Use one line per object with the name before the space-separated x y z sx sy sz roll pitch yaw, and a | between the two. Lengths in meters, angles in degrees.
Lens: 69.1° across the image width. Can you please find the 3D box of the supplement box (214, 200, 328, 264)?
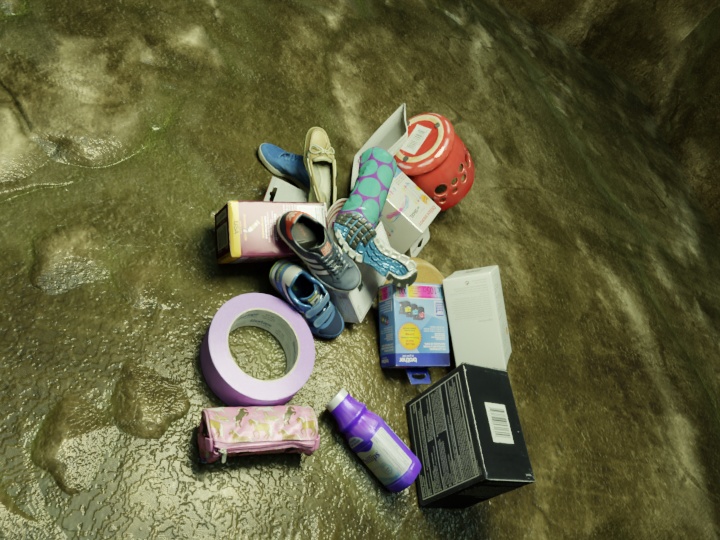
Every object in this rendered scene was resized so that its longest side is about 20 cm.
supplement box | -0.174 -0.073 1.020 0.195 0.130 0.107 -2 85 -28

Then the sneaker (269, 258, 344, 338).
sneaker | -0.093 0.065 1.005 0.201 0.081 0.075 48 69 -29

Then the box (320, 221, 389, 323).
box | 0.000 0.000 1.118 0.202 0.059 0.119 -57 135 -40

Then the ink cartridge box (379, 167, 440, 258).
ink cartridge box | 0.091 -0.135 1.275 0.199 0.126 0.129 42 45 1

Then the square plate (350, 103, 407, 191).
square plate | 0.051 -0.304 1.297 0.028 0.199 0.200 36 30 -21

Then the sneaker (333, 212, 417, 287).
sneaker | 0.022 -0.039 1.049 0.199 0.087 0.075 40 89 -13

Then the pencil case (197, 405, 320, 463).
pencil case | -0.163 0.264 0.850 0.195 0.083 0.089 6 56 -31

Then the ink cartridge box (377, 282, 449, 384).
ink cartridge box | 0.112 0.133 1.098 0.133 0.076 0.207 3 79 -24

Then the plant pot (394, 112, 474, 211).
plant pot | 0.180 -0.281 1.345 0.183 0.196 0.205 45 29 -54

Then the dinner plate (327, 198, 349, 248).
dinner plate | -0.033 -0.053 1.141 0.198 0.024 0.207 -3 94 -58

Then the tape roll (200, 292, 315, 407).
tape roll | -0.182 0.145 0.935 0.195 0.066 0.205 17 51 -22

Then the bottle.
bottle | 0.019 0.303 0.942 0.200 0.084 0.065 47 46 4

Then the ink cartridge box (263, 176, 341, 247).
ink cartridge box | -0.127 -0.118 1.172 0.196 0.050 0.111 25 49 -15

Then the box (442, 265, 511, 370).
box | 0.257 0.103 1.139 0.152 0.103 0.207 -14 95 -69

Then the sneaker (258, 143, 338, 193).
sneaker | -0.141 -0.257 1.219 0.198 0.112 0.077 38 45 -4

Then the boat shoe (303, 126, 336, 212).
boat shoe | -0.083 -0.215 1.139 0.071 0.063 0.208 2 84 -26

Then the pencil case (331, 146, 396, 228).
pencil case | 0.012 -0.164 1.116 0.090 0.086 0.204 18 58 3

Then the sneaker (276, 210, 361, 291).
sneaker | -0.066 -0.032 0.952 0.199 0.084 0.076 40 72 -21

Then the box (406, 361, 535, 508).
box | 0.193 0.311 0.971 0.120 0.199 0.205 14 52 -26

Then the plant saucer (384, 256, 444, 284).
plant saucer | 0.140 0.061 1.196 0.195 0.035 0.206 10 69 -26
